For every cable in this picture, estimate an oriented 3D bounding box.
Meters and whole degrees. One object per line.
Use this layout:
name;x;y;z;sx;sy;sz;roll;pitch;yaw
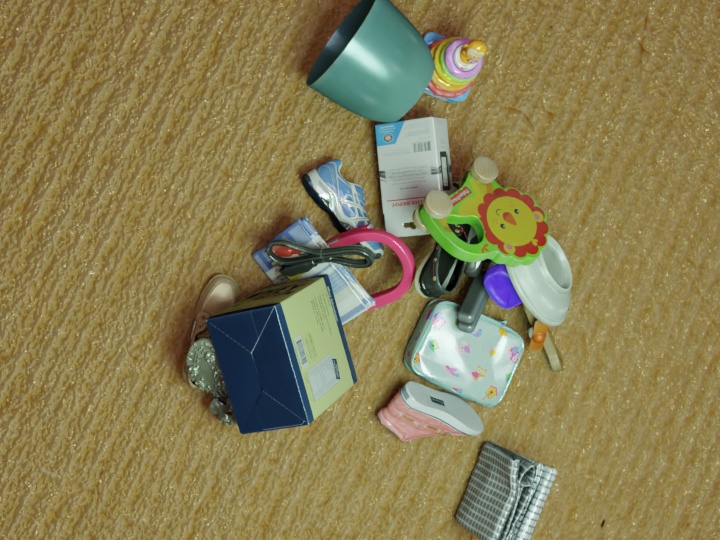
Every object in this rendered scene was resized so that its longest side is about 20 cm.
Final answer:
cable;-0.074;-0.031;1.614;0.199;0.050;0.097;-13;128;24

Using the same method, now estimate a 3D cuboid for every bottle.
bottle;0.278;-0.013;1.735;0.065;0.200;0.084;-30;105;34

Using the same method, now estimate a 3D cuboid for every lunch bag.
lunch bag;0.192;0.146;1.767;0.199;0.077;0.161;25;84;-13

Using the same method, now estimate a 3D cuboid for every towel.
towel;0.248;0.399;1.722;0.085;0.200;0.166;25;84;-12
towel;-0.082;0.014;1.683;0.200;0.147;0.024;50;37;-8

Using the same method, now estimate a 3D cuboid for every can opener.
can opener;0.208;0.027;1.747;0.066;0.053;0.201;9;48;18

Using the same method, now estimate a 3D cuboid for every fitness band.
fitness band;0.000;0.000;1.682;0.199;0.037;0.144;-19;110;27

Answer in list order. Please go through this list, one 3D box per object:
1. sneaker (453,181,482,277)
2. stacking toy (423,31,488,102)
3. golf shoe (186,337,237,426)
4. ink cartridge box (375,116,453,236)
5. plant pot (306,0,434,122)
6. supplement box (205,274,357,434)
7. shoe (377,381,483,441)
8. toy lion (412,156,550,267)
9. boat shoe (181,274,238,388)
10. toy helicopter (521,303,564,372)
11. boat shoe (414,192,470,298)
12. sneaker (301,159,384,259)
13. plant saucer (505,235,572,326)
sneaker;0.182;-0.075;1.741;0.079;0.074;0.201;1;56;-4
stacking toy;0.175;-0.366;1.689;0.115;0.200;0.110;19;87;-14
golf shoe;-0.229;0.170;1.634;0.078;0.098;0.201;4;134;20
ink cartridge box;0.098;-0.163;1.716;0.115;0.068;0.201;-4;93;28
plant pot;0.029;-0.351;1.663;0.161;0.200;0.201;34;83;-18
supplement box;-0.124;0.134;1.603;0.134;0.200;0.201;-11;99;25
shoe;0.127;0.270;1.762;0.199;0.072;0.091;27;122;-32
toy lion;0.213;-0.079;1.605;0.200;0.069;0.192;-36;81;-33
boat shoe;-0.253;0.106;1.664;0.071;0.065;0.201;15;88;-13
toy helicopter;0.336;0.110;1.784;0.078;0.132;0.201;-20;115;16
boat shoe;0.157;-0.045;1.640;0.074;0.063;0.202;37;63;-30
sneaker;-0.015;-0.107;1.712;0.077;0.076;0.200;-40;104;-12
plant saucer;0.319;-0.005;1.681;0.050;0.200;0.201;-25;99;32
